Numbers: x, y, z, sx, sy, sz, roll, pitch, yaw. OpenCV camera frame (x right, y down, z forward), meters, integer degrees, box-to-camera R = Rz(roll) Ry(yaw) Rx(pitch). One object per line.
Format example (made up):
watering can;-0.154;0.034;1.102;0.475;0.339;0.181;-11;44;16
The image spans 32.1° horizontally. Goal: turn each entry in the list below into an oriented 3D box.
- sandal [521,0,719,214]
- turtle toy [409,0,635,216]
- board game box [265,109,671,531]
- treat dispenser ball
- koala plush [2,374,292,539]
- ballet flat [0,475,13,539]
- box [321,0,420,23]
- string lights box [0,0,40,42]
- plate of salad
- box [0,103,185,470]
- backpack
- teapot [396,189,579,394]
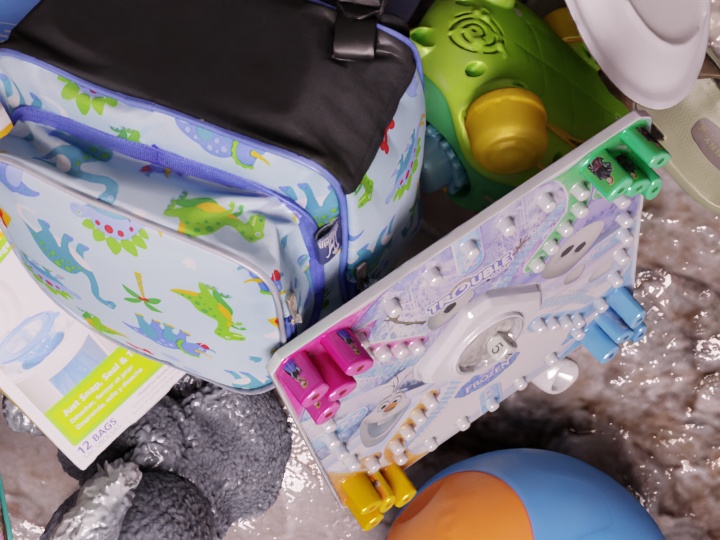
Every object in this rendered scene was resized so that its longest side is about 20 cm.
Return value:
sandal;0.181;-0.108;0.744;0.201;0.057;0.080;39;109;-12
turtle toy;0.087;-0.074;0.678;0.101;0.146;0.200;-31;136;34
board game box;0.062;0.036;0.607;0.200;0.026;0.200;-33;153;-9
treat dispenser ball;0.107;0.217;0.813;0.201;0.201;0.201;0;114;1
koala plush;-0.137;0.152;0.789;0.184;0.200;0.178;-13;113;6
ballet flat;-0.262;0.092;0.787;0.071;0.069;0.200;-2;80;-30
box;-0.026;-0.196;0.650;0.148;0.104;0.200;30;89;-13
string lights box;-0.177;-0.155;0.730;0.103;0.059;0.200;7;114;-2
plate of salad;0.134;-0.182;0.655;0.048;0.200;0.200;-8;118;37
box;-0.188;-0.004;0.691;0.112;0.101;0.200;-43;130;-15
backpack;-0.069;-0.033;0.578;0.183;0.147;0.200;20;156;16
teapot;0.000;0.000;0.749;0.200;0.146;0.198;-22;112;11
